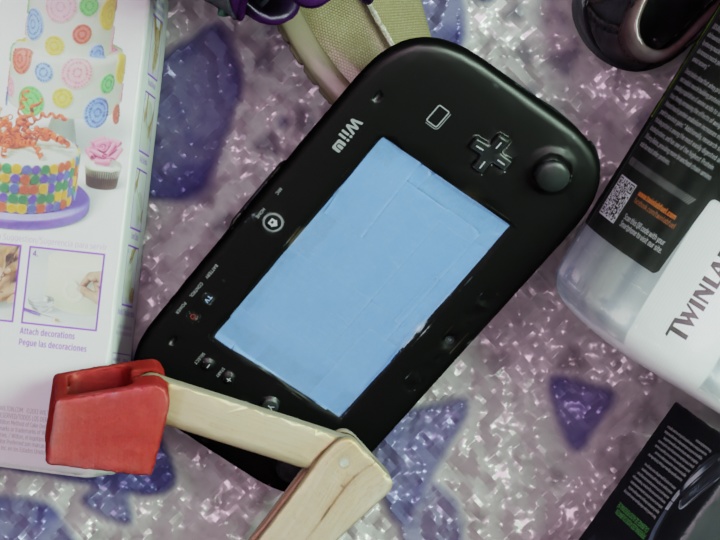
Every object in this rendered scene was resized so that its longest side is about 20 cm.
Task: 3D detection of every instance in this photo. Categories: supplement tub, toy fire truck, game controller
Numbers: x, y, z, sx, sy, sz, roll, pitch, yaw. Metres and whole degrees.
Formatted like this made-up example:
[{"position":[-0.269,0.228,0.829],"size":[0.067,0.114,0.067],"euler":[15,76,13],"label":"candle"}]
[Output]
[{"position":[0.172,-0.045,1.076],"size":[0.122,0.123,0.201],"euler":[32,98,7],"label":"supplement tub"},{"position":[-0.025,0.112,1.103],"size":[0.199,0.049,0.142],"euler":[4,99,-8],"label":"toy fire truck"},{"position":[0.000,0.000,1.102],"size":[0.104,0.042,0.200],"euler":[29,115,-25],"label":"game controller"}]

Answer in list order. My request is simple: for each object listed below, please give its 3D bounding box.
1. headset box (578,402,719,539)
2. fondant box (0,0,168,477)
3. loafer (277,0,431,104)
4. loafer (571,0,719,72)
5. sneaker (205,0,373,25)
[{"position":[0.136,0.185,1.068],"size":[0.174,0.093,0.200],"euler":[37,91,-12],"label":"headset box"},{"position":[-0.161,-0.023,1.152],"size":[0.143,0.058,0.201],"euler":[6,89,6],"label":"fondant box"},{"position":[-0.008,-0.124,1.132],"size":[0.067,0.076,0.200],"euler":[-37,84,9],"label":"loafer"},{"position":[0.165,-0.155,1.115],"size":[0.072,0.063,0.200],"euler":[40,94,-14],"label":"loafer"},{"position":[-0.073,-0.124,1.088],"size":[0.074,0.200,0.088],"euler":[-43,113,-24],"label":"sneaker"}]
